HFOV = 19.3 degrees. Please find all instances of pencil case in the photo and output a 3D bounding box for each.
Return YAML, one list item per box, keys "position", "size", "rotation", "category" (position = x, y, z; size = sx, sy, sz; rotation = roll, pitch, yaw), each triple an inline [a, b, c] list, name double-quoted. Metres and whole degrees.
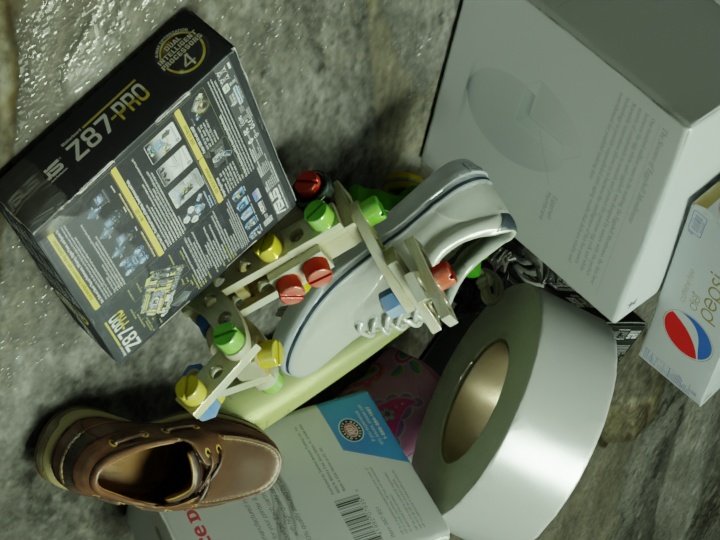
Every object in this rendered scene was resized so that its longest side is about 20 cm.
- position: [-0.013, 0.148, 1.737]
  size: [0.200, 0.087, 0.088]
  rotation: [-41, 156, -16]
  category: "pencil case"

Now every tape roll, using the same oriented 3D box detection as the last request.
- position: [0.116, 0.113, 1.632]
  size: [0.203, 0.071, 0.203]
  rotation: [-58, -165, 26]
  category: "tape roll"

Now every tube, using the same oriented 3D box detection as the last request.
- position: [-0.034, 0.068, 1.599]
  size: [0.200, 0.058, 0.052]
  rotation: [-31, 148, -29]
  category: "tube"

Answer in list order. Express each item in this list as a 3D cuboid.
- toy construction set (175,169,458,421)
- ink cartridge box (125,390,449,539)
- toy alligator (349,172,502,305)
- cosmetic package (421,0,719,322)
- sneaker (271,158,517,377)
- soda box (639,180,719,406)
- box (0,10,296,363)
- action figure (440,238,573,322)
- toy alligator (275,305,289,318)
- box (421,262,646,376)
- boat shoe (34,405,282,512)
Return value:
- position: [-0.039, 0.014, 1.396]
  size: [0.199, 0.131, 0.092]
  rotation: [-20, 140, -1]
  category: "toy construction set"
- position: [-0.057, 0.191, 1.587]
  size: [0.199, 0.145, 0.084]
  rotation: [-15, 144, -25]
  category: "ink cartridge box"
- position: [0.067, -0.023, 1.559]
  size: [0.200, 0.054, 0.060]
  rotation: [31, 57, -46]
  category: "toy alligator"
- position: [0.169, -0.111, 1.500]
  size: [0.123, 0.200, 0.200]
  rotation: [-31, 152, -33]
  category: "cosmetic package"
- position: [0.022, 0.012, 1.460]
  size: [0.200, 0.071, 0.073]
  rotation: [-44, 151, 13]
  category: "sneaker"
- position: [0.260, 0.010, 1.516]
  size: [0.068, 0.064, 0.200]
  rotation: [-38, 158, -26]
  category: "soda box"
- position: [-0.125, -0.045, 1.291]
  size: [0.161, 0.049, 0.200]
  rotation: [-45, 156, -11]
  category: "box"
- position: [0.141, -0.022, 1.714]
  size: [0.200, 0.102, 0.119]
  rotation: [-56, 166, 15]
  category: "action figure"
- position: [0.000, 0.000, 1.571]
  size: [0.200, 0.059, 0.055]
  rotation: [-7, 94, -56]
  category: "toy alligator"
- position: [0.143, 0.083, 1.893]
  size: [0.164, 0.086, 0.200]
  rotation: [-56, 155, 17]
  category: "box"
- position: [-0.129, 0.139, 1.472]
  size: [0.199, 0.067, 0.072]
  rotation: [8, 103, -43]
  category: "boat shoe"
